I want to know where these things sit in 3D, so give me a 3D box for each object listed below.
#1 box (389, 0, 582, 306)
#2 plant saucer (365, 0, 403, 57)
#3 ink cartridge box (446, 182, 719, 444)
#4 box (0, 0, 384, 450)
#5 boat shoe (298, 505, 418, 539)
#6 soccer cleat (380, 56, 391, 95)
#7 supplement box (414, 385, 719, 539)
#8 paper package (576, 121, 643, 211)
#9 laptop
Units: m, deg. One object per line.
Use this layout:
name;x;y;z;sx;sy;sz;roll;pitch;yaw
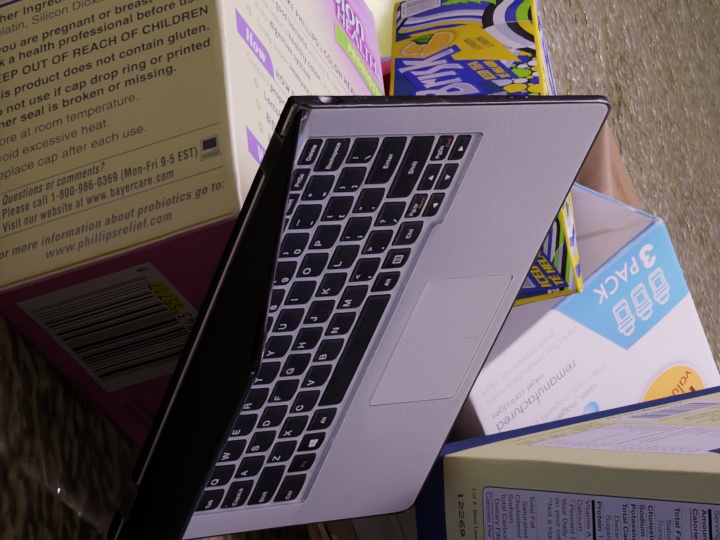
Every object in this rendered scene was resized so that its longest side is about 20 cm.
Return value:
box;0.048;-0.053;1.094;0.200;0.064;0.071;-85;163;-67
plant saucer;-0.010;-0.159;1.292;0.200;0.031;0.202;7;90;-76
ink cartridge box;0.096;0.079;1.140;0.068;0.115;0.201;25;-33;49
box;-0.058;-0.047;0.982;0.176;0.096;0.201;51;27;-54
boat shoe;0.004;0.113;1.086;0.074;0.066;0.201;-84;165;-58
soccer cleat;0.000;0.000;1.174;0.067;0.076;0.201;43;33;-61
supplement box;0.160;0.121;1.006;0.199;0.199;0.135;-9;96;-40
paper package;0.124;0.054;1.507;0.191;0.103;0.201;-85;153;-57
laptop;-0.006;0.053;0.852;0.199;0.188;0.116;-3;43;-36
